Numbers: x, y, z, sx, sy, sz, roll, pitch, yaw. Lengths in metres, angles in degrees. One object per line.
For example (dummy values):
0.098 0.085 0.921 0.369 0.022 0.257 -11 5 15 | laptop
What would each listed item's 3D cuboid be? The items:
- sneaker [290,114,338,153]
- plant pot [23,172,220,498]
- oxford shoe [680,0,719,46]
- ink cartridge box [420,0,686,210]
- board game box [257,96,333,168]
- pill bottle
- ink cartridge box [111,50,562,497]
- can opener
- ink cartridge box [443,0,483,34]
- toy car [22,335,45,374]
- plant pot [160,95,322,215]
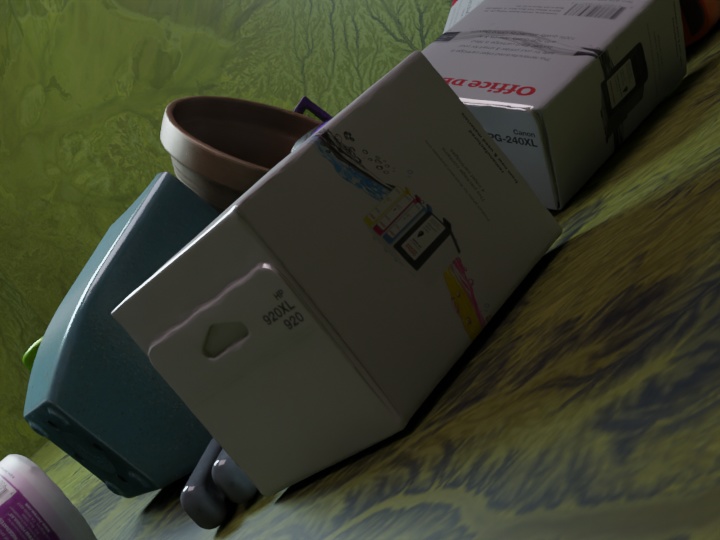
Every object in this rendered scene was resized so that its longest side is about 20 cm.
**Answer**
0.026 -0.107 1.040 0.199 0.070 0.099 -16 9 -40 | sneaker
-0.171 0.076 1.101 0.201 0.196 0.196 -56 12 -26 | plant pot
0.263 -0.223 1.175 0.073 0.072 0.199 -38 14 -26 | oxford shoe
0.128 -0.138 0.962 0.144 0.084 0.200 13 43 38 | ink cartridge box
-0.057 -0.051 1.217 0.201 0.120 0.032 -58 6 -25 | board game box
-0.308 0.245 1.005 0.200 0.113 0.112 -42 6 -24 | pill bottle
-0.010 0.002 0.765 0.147 0.145 0.200 -35 7 46 | ink cartridge box
-0.091 0.106 0.884 0.053 0.067 0.200 -39 5 9 | can opener
0.175 -0.253 1.137 0.199 0.083 0.146 -32 27 38 | ink cartridge box
-0.236 0.118 1.364 0.157 0.165 0.200 -40 -4 -8 | toy car
-0.081 -0.072 1.125 0.201 0.199 0.094 -54 -17 -69 | plant pot
